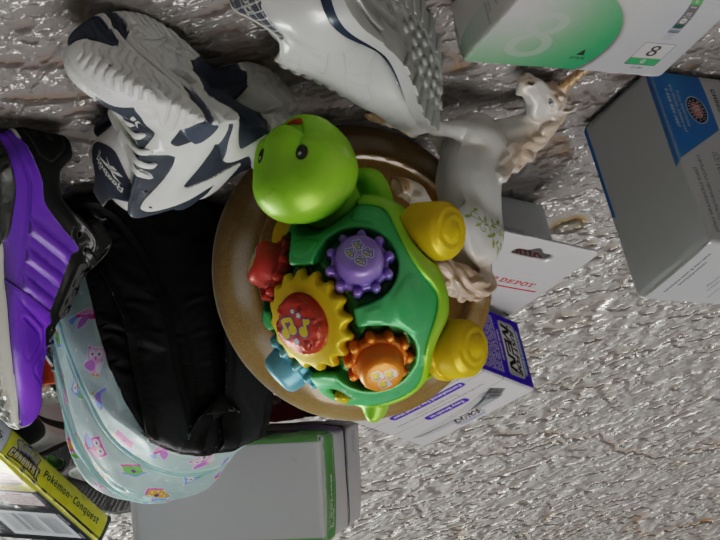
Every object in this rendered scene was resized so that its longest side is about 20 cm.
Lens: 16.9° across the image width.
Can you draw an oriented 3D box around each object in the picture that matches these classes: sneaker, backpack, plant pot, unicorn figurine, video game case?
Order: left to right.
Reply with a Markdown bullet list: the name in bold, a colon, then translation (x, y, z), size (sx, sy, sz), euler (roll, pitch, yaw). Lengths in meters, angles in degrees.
- **video game case**: translation (-0.308, 0.140, 1.777), size (0.200, 0.026, 0.181), euler (-1, 144, 38)
- **sneaker**: translation (-0.256, 0.122, 1.876), size (0.200, 0.115, 0.076), euler (23, 101, -10)
- **sneaker**: translation (-0.205, 0.003, 1.559), size (0.099, 0.200, 0.070), euler (-13, -159, -25)
- **sneaker**: translation (-0.139, -0.084, 1.503), size (0.130, 0.080, 0.199), euler (-38, 158, 25)
- **backpack**: translation (-0.138, 0.056, 1.654), size (0.167, 0.200, 0.127), euler (-1, 152, -28)
- **sneaker**: translation (-0.006, -0.140, 1.490), size (0.080, 0.077, 0.200), euler (-11, 153, 20)
- **plant pot**: translation (0.000, 0.000, 1.622), size (0.200, 0.200, 0.027), euler (-6, 176, -19)
- **unicorn figurine**: translation (0.072, -0.070, 1.613), size (0.137, 0.200, 0.074), euler (18, 168, -27)

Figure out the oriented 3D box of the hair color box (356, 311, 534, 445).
- **hair color box**: translation (0.022, 0.061, 1.760), size (0.109, 0.065, 0.200), euler (-29, 147, 29)

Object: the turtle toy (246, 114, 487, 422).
- **turtle toy**: translation (-0.013, 0.000, 1.506), size (0.146, 0.200, 0.101), euler (-4, -169, 40)

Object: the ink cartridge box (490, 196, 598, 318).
- **ink cartridge box**: translation (0.066, -0.003, 1.802), size (0.116, 0.067, 0.200), euler (11, 145, -41)

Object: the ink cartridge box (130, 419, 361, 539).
- **ink cartridge box**: translation (-0.082, 0.161, 1.833), size (0.146, 0.084, 0.200), euler (-3, 178, 8)

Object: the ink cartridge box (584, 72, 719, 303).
- **ink cartridge box**: translation (0.276, -0.054, 1.719), size (0.200, 0.145, 0.085), euler (5, 147, -35)

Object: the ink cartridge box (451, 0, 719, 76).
- **ink cartridge box**: translation (0.172, -0.193, 1.491), size (0.161, 0.050, 0.200), euler (2, 152, -32)

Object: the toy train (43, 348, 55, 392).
- **toy train**: translation (-0.156, 0.051, 1.817), size (0.200, 0.056, 0.150), euler (-8, 178, -33)

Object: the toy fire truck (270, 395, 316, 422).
- **toy fire truck**: translation (-0.087, 0.094, 1.849), size (0.141, 0.049, 0.200), euler (-5, 178, -31)
